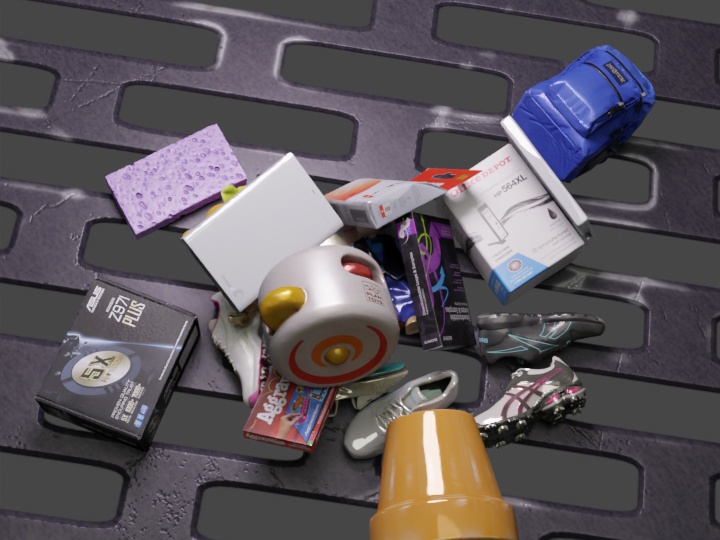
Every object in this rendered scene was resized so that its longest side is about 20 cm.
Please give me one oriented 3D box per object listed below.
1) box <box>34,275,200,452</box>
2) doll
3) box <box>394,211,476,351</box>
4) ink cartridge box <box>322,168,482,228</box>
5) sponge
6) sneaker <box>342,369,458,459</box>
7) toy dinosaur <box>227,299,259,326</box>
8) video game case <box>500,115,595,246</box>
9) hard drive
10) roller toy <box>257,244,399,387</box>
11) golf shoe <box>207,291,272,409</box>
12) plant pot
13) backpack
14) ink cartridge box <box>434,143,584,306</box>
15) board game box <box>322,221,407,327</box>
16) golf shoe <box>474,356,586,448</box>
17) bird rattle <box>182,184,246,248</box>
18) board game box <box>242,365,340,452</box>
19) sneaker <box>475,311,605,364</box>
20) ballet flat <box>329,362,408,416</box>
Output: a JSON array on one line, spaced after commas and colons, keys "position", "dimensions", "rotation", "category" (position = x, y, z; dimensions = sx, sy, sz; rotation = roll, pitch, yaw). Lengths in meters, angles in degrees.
[{"position": [-0.345, 0.135, 1.552], "dimensions": [0.163, 0.086, 0.201], "rotation": [21, 69, 5], "category": "box"}, {"position": [0.038, 0.002, 1.610], "dimensions": [0.136, 0.049, 0.201], "rotation": [-15, 65, -10], "category": "doll"}, {"position": [0.113, 0.018, 1.588], "dimensions": [0.036, 0.143, 0.201], "rotation": [-14, 82, 26], "category": "box"}, {"position": [0.059, -0.127, 1.607], "dimensions": [0.199, 0.162, 0.050], "rotation": [-31, 109, -22], "category": "ink cartridge box"}, {"position": [-0.289, -0.142, 1.696], "dimensions": [0.199, 0.030, 0.112], "rotation": [-28, 73, -15], "category": "sponge"}, {"position": [0.059, 0.200, 1.562], "dimensions": [0.200, 0.080, 0.071], "rotation": [-33, 76, -14], "category": "sneaker"}, {"position": [-0.111, 0.023, 1.582], "dimensions": [0.199, 0.058, 0.102], "rotation": [-18, 83, -16], "category": "toy dinosaur"}, {"position": [0.293, -0.136, 1.661], "dimensions": [0.023, 0.182, 0.201], "rotation": [-36, 74, 8], "category": "video game case"}, {"position": [-0.137, -0.055, 1.526], "dimensions": [0.200, 0.026, 0.132], "rotation": [-41, 103, -17], "category": "hard drive"}, {"position": [-0.043, 0.068, 1.474], "dimensions": [0.181, 0.201, 0.140], "rotation": [-12, 51, -5], "category": "roller toy"}, {"position": [-0.178, 0.112, 1.588], "dimensions": [0.091, 0.075, 0.201], "rotation": [-7, 61, 2], "category": "golf shoe"}, {"position": [0.105, 0.296, 1.467], "dimensions": [0.199, 0.200, 0.184], "rotation": [-3, 65, -6], "category": "plant pot"}, {"position": [0.375, -0.263, 1.722], "dimensions": [0.199, 0.168, 0.163], "rotation": [-32, 81, -25], "category": "backpack"}, {"position": [0.228, -0.072, 1.671], "dimensions": [0.146, 0.084, 0.201], "rotation": [-33, 75, -7], "category": "ink cartridge box"}, {"position": [0.000, 0.000, 1.656], "dimensions": [0.152, 0.040, 0.201], "rotation": [-14, 70, -10], "category": "board game box"}, {"position": [0.232, 0.198, 1.584], "dimensions": [0.199, 0.077, 0.088], "rotation": [-19, 58, -11], "category": "golf shoe"}, {"position": [-0.185, -0.087, 1.623], "dimensions": [0.162, 0.200, 0.113], "rotation": [-21, 105, 21], "category": "bird rattle"}, {"position": [-0.084, 0.167, 1.529], "dimensions": [0.102, 0.020, 0.201], "rotation": [8, 44, 15], "category": "board game box"}, {"position": [0.273, 0.102, 1.632], "dimensions": [0.198, 0.075, 0.080], "rotation": [-2, 89, -4], "category": "sneaker"}, {"position": [-0.026, 0.180, 1.583], "dimensions": [0.199, 0.067, 0.063], "rotation": [-8, 99, -4], "category": "ballet flat"}]
